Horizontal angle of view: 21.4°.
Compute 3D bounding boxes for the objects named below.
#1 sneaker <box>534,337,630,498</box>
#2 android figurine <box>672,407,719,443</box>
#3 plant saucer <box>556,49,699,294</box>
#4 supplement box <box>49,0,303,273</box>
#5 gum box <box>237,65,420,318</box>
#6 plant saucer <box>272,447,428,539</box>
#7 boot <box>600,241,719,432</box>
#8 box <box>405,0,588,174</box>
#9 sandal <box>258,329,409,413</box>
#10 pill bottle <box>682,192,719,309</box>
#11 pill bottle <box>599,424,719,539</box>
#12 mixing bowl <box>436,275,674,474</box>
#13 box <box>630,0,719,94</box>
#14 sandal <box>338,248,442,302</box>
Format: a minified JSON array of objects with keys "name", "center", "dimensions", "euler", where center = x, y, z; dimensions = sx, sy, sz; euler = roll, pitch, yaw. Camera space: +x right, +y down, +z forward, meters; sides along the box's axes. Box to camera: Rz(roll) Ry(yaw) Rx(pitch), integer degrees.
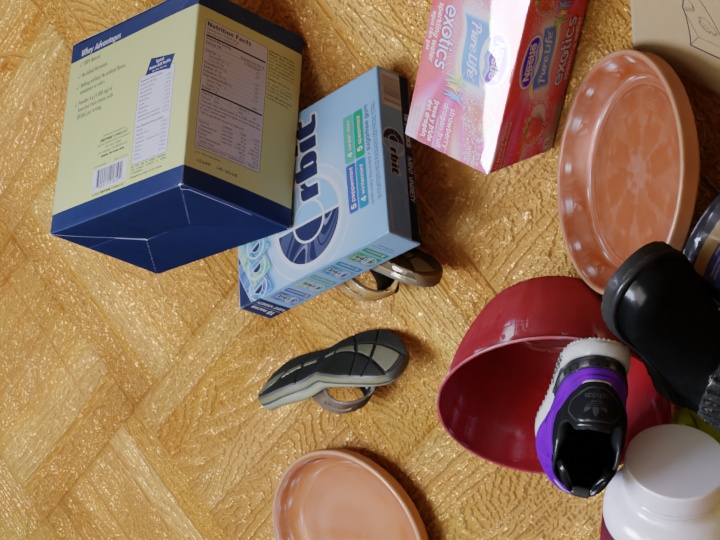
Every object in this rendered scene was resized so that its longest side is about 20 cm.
[{"name":"sneaker","center":[0.177,0.147,1.545],"dimensions":[0.069,0.100,0.200],"euler":[3,144,3]},{"name":"android figurine","center":[0.328,0.120,1.565],"dimensions":[0.182,0.041,0.201],"euler":[-25,91,56]},{"name":"plant saucer","center":[0.220,-0.078,1.551],"dimensions":[0.200,0.032,0.201],"euler":[-179,90,-67]},{"name":"supplement box","center":[-0.172,-0.128,1.793],"dimensions":[0.199,0.134,0.201],"euler":[-16,62,42]},{"name":"gum box","center":[-0.035,-0.070,1.754],"dimensions":[0.200,0.044,0.171],"euler":[-26,57,40]},{"name":"plant saucer","center":[-0.004,0.271,1.920],"dimensions":[0.200,0.037,0.201],"euler":[16,116,36]},{"name":"boot","center":[0.280,0.073,1.442],"dimensions":[0.079,0.211,0.158],"euler":[-47,49,-4]},{"name":"box","center":[0.119,-0.196,1.600],"dimensions":[0.094,0.102,0.201],"euler":[29,122,29]},{"name":"sandal","center":[-0.019,0.108,1.857],"dimensions":[0.201,0.080,0.057],"euler":[-18,111,49]},{"name":"pill bottle","center":[0.355,0.018,1.471],"dimensions":[0.200,0.112,0.112],"euler":[38,127,23]},{"name":"pill bottle","center":[0.257,0.228,1.598],"dimensions":[0.113,0.113,0.201],"euler":[28,139,30]},{"name":"mixing bowl","center":[0.167,0.076,1.627],"dimensions":[0.199,0.109,0.201],"euler":[4,140,3]},{"name":"box","center":[0.272,-0.210,1.453],"dimensions":[0.163,0.021,0.200],"euler":[31,155,30]},{"name":"sandal","center":[0.000,0.000,1.786],"dimensions":[0.199,0.080,0.054],"euler":[11,99,44]}]
